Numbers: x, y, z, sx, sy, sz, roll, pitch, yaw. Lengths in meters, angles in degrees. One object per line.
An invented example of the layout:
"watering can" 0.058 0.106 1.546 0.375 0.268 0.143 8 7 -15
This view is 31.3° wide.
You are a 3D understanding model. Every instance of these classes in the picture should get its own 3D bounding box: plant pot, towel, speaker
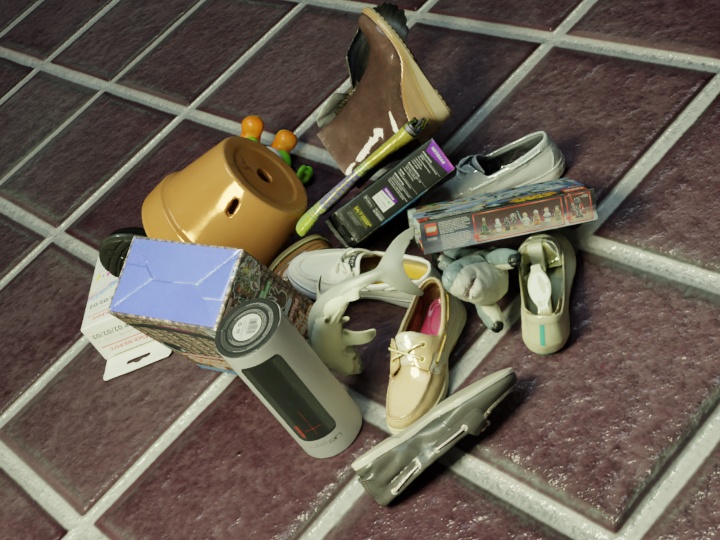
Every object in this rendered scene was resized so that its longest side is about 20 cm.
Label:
"plant pot" -0.161 -0.077 1.666 0.140 0.200 0.200 -46 29 27
"towel" 0.004 -0.122 1.607 0.200 0.023 0.144 -41 4 14
"speaker" -0.075 0.120 1.402 0.081 0.200 0.081 -18 43 18

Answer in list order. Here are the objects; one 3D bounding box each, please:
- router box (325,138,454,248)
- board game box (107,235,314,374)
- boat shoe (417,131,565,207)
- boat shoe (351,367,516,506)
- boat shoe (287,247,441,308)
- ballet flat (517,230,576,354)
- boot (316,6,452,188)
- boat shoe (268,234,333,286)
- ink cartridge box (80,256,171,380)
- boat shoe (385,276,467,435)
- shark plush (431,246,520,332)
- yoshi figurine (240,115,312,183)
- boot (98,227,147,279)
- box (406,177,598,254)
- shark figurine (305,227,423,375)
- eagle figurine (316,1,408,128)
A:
"router box" 0.033 -0.092 1.609 0.149 0.051 0.200 -37 2 -4
"board game box" -0.162 0.049 1.491 0.159 0.200 0.097 7 71 32
"boat shoe" 0.155 -0.117 1.611 0.199 0.069 0.072 -18 39 22
"boat shoe" 0.086 0.174 1.349 0.200 0.057 0.067 -32 -1 -4
"boat shoe" 0.000 0.000 1.549 0.199 0.070 0.071 10 62 22
"ballet flat" 0.204 0.005 1.433 0.069 0.070 0.200 -19 38 19
"boot" 0.006 -0.230 1.702 0.166 0.072 0.200 -35 78 9
"boat shoe" -0.099 0.043 1.631 0.200 0.072 0.068 -47 40 -1
"ink cartridge box" -0.315 0.047 1.788 0.115 0.068 0.200 -22 37 17
"boat shoe" 0.062 0.091 1.439 0.074 0.069 0.200 -10 41 30
"shark plush" 0.122 -0.012 1.468 0.083 0.091 0.200 11 25 -8
"yoshi figurine" -0.133 -0.144 1.840 0.112 0.112 0.200 -14 42 14
"boot" -0.261 -0.052 1.769 0.080 0.211 0.158 -59 33 35
"box" 0.159 -0.064 1.475 0.199 0.040 0.137 -11 9 -1
"shark figurine" -0.023 0.031 1.430 0.215 0.128 0.090 119 151 -45
"eagle figurine" 0.020 -0.267 1.851 0.152 0.151 0.200 -30 45 23
